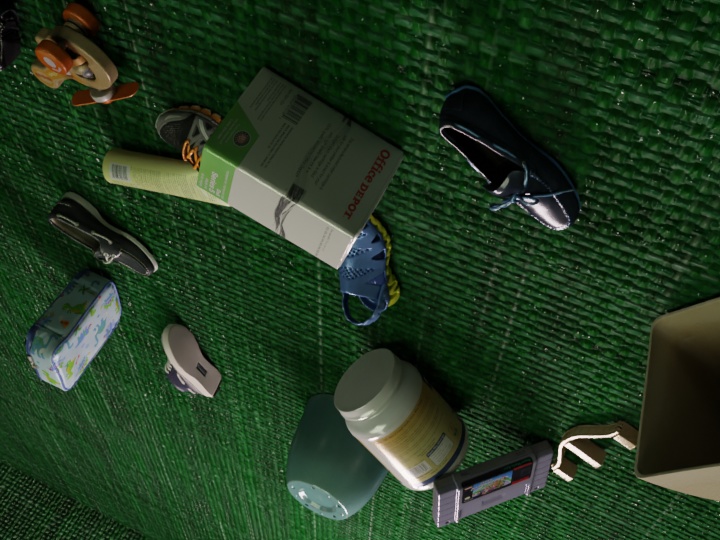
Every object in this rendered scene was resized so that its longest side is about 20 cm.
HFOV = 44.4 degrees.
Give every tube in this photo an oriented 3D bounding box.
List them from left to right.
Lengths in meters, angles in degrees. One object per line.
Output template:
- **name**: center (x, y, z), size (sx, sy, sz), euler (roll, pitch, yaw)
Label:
- **tube**: center (-0.277, -0.136, 1.272), size (0.196, 0.053, 0.058), euler (12, -175, 21)

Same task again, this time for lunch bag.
- **lunch bag**: center (-0.535, 0.113, 1.655), size (0.081, 0.202, 0.162), euler (23, 147, 11)

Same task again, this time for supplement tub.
- **supplement tub**: center (0.064, 0.234, 1.392), size (0.143, 0.146, 0.200), euler (-12, 128, 46)

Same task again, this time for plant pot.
- **plant pot**: center (-0.047, 0.354, 1.621), size (0.197, 0.162, 0.202), euler (21, 146, 15)
- **plant pot**: center (0.444, 0.154, 0.961), size (0.175, 0.203, 0.199), euler (30, 149, -21)

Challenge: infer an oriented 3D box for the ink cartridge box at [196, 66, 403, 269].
- **ink cartridge box**: center (-0.069, -0.120, 1.032), size (0.198, 0.147, 0.084), euler (31, 147, 0)

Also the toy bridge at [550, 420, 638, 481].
- **toy bridge**: center (0.336, 0.267, 1.327), size (0.067, 0.027, 0.200), euler (34, 147, 0)

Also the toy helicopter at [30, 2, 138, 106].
- **toy helicopter**: center (-0.380, -0.267, 1.173), size (0.198, 0.080, 0.132), euler (4, 149, 51)

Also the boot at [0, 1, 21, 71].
- **boot**: center (-0.554, -0.326, 1.208), size (0.167, 0.077, 0.200), euler (38, 140, -4)

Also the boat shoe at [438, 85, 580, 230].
- **boat shoe**: center (0.152, -0.105, 0.948), size (0.199, 0.069, 0.084), euler (39, 146, -12)

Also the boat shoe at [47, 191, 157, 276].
- **boat shoe**: center (-0.437, -0.047, 1.497), size (0.199, 0.061, 0.076), euler (37, 146, -9)

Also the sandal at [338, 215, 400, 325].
- **sandal**: center (0.000, 0.000, 1.191), size (0.078, 0.088, 0.202), euler (9, 139, 32)

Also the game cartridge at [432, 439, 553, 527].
- **game cartridge**: center (0.209, 0.341, 1.405), size (0.196, 0.039, 0.131), euler (-18, 146, -10)

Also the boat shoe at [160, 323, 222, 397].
- **boat shoe**: center (-0.353, 0.177, 1.708), size (0.091, 0.075, 0.202), euler (0, 137, 27)

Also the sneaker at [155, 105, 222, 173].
- **sneaker**: center (-0.187, -0.145, 1.157), size (0.198, 0.078, 0.079), euler (29, 149, 6)
